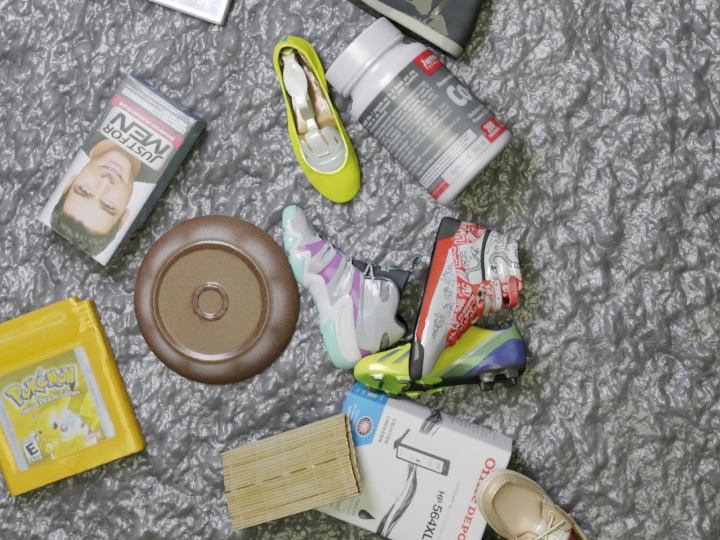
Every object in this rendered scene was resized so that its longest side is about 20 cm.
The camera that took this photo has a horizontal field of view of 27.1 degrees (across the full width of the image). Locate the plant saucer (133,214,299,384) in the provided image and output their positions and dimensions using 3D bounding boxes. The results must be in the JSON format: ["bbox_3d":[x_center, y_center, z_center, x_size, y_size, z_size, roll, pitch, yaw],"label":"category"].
[{"bbox_3d":[-0.172,0.036,1.746,0.199,0.037,0.202,0,93,6],"label":"plant saucer"}]

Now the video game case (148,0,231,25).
[{"bbox_3d":[-0.224,-0.402,1.730,0.199,0.023,0.183,20,95,3],"label":"video game case"}]

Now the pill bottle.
[{"bbox_3d":[0.063,-0.180,1.667,0.114,0.114,0.200,-45,89,7],"label":"pill bottle"}]

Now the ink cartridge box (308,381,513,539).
[{"bbox_3d":[0.061,0.233,1.709,0.199,0.084,0.147,19,95,6],"label":"ink cartridge box"}]

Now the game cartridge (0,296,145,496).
[{"bbox_3d":[-0.370,0.148,1.777,0.175,0.032,0.201,-20,92,7],"label":"game cartridge"}]

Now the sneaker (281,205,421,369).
[{"bbox_3d":[0.000,0.000,1.711,0.139,0.078,0.201,-22,101,5],"label":"sneaker"}]

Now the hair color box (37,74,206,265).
[{"bbox_3d":[-0.277,-0.116,1.735,0.099,0.061,0.201,34,97,3],"label":"hair color box"}]

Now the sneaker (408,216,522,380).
[{"bbox_3d":[0.121,0.039,1.666,0.107,0.067,0.202,15,63,1],"label":"sneaker"}]

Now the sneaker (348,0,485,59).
[{"bbox_3d":[0.049,-0.333,1.686,0.199,0.075,0.107,30,91,-6],"label":"sneaker"}]

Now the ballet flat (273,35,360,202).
[{"bbox_3d":[-0.056,-0.172,1.704,0.066,0.067,0.201,-19,92,6],"label":"ballet flat"}]

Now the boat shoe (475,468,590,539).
[{"bbox_3d":[0.210,0.293,1.664,0.200,0.069,0.074,41,82,-28],"label":"boat shoe"}]

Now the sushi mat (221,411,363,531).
[{"bbox_3d":[-0.082,0.231,1.702,0.199,0.012,0.096,-22,70,36],"label":"sushi mat"}]

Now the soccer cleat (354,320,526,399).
[{"bbox_3d":[0.090,0.097,1.704,0.199,0.065,0.084,-4,68,-4],"label":"soccer cleat"}]
